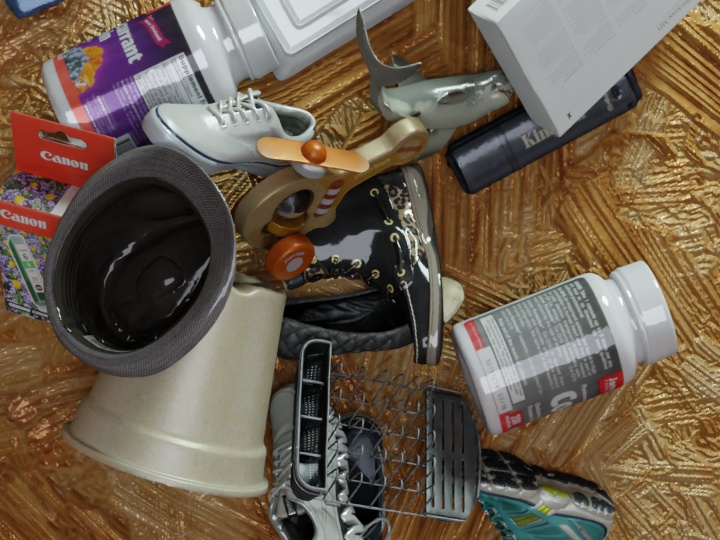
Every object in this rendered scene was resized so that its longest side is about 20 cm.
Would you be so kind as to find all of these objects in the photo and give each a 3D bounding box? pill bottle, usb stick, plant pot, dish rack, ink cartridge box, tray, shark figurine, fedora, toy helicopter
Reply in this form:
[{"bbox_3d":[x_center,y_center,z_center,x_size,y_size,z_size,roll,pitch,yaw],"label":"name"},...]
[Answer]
[{"bbox_3d":[0.196,0.072,1.609,0.198,0.114,0.115,-21,103,-1],"label":"pill bottle"},{"bbox_3d":[-0.179,-0.179,1.519,0.198,0.111,0.112,-26,103,-1],"label":"pill bottle"},{"bbox_3d":[0.175,-0.139,1.607,0.199,0.033,0.056,-28,102,-1],"label":"usb stick"},{"bbox_3d":[-0.156,0.088,1.540,0.198,0.200,0.185,16,93,-9],"label":"plant pot"},{"bbox_3d":[0.027,0.158,1.579,0.198,0.055,0.155,12,59,-17],"label":"dish rack"},{"bbox_3d":[-0.272,-0.038,1.507,0.108,0.051,0.201,15,132,12],"label":"ink cartridge box"},{"bbox_3d":[-0.018,-0.273,1.565,0.199,0.022,0.108,-31,102,0],"label":"tray"},{"bbox_3d":[0.044,-0.175,1.552,0.128,0.213,0.090,-41,62,31],"label":"shark figurine"},{"bbox_3d":[-0.174,-0.003,1.427,0.177,0.090,0.200,44,102,19],"label":"fedora"},{"bbox_3d":[-0.026,-0.088,1.499,0.199,0.133,0.079,-29,61,-15],"label":"toy helicopter"}]

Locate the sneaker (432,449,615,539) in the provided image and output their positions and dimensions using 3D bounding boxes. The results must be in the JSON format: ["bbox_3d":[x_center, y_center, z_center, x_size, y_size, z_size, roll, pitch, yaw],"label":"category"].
[{"bbox_3d":[0.156,0.236,1.661,0.198,0.078,0.080,20,107,-10],"label":"sneaker"}]

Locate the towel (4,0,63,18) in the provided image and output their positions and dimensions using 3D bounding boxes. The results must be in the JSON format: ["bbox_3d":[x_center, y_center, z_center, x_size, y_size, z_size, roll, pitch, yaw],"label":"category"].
[{"bbox_3d":[-0.303,-0.338,1.507,0.111,0.049,0.202,-21,102,-2],"label":"towel"}]

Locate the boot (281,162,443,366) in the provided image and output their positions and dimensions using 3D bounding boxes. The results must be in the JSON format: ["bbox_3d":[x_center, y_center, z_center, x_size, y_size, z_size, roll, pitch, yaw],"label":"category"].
[{"bbox_3d":[0.000,0.000,1.565,0.149,0.073,0.202,-6,70,-1],"label":"boot"}]

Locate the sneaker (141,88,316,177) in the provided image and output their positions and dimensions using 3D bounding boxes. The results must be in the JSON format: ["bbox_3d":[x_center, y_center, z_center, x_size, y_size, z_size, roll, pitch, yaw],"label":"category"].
[{"bbox_3d":[-0.114,-0.130,1.475,0.071,0.199,0.073,-48,68,22],"label":"sneaker"}]

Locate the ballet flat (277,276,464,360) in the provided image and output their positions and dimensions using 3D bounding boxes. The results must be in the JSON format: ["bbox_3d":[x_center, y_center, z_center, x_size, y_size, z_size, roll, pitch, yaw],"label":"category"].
[{"bbox_3d":[0.003,0.043,1.603,0.198,0.067,0.057,-14,139,-1],"label":"ballet flat"}]

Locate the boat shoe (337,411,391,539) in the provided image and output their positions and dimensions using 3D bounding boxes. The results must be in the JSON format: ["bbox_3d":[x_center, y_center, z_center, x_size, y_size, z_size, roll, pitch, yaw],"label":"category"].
[{"bbox_3d":[-0.006,0.243,1.647,0.074,0.062,0.202,7,100,-6],"label":"boat shoe"}]

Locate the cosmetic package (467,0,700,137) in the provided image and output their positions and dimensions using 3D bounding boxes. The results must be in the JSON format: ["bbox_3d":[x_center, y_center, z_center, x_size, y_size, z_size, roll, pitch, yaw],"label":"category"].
[{"bbox_3d":[0.210,-0.246,1.533,0.200,0.052,0.151,-43,128,-8],"label":"cosmetic package"}]

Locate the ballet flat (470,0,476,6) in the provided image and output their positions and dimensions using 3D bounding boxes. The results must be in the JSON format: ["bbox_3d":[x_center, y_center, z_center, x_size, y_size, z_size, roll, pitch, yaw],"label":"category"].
[{"bbox_3d":[0.110,-0.276,1.546,0.199,0.068,0.068,34,84,-14],"label":"ballet flat"}]

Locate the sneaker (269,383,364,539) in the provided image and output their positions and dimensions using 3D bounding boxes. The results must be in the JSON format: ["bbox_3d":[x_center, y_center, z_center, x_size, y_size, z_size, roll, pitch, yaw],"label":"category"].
[{"bbox_3d":[-0.053,0.200,1.587,0.075,0.081,0.202,-34,62,37],"label":"sneaker"}]
